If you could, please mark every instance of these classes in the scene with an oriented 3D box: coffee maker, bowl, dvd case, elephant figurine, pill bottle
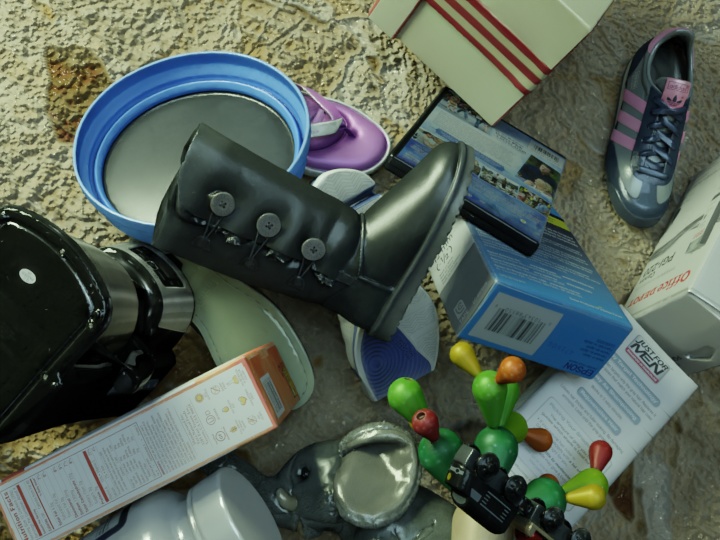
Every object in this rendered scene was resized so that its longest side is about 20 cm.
[{"bbox_3d":[-0.232,0.051,0.642,0.190,0.200,0.136,-24,83,5],"label":"coffee maker"},{"bbox_3d":[-0.139,-0.104,0.747,0.198,0.040,0.203,-2,53,3],"label":"bowl"},{"bbox_3d":[0.110,-0.096,0.794,0.142,0.018,0.200,31,33,2],"label":"dvd case"},{"bbox_3d":[0.001,0.185,0.699,0.154,0.142,0.201,-6,58,-53],"label":"elephant figurine"},{"bbox_3d":[-0.157,0.230,0.634,0.199,0.111,0.112,-34,81,6],"label":"pill bottle"}]

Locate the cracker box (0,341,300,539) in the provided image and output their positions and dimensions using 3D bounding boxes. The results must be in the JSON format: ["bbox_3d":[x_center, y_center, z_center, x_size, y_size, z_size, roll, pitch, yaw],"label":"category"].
[{"bbox_3d":[-0.149,0.125,0.657,0.198,0.134,0.058,-26,89,3],"label":"cracker box"}]

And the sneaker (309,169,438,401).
[{"bbox_3d":[0.000,-0.001,0.772,0.080,0.115,0.202,-23,108,-9],"label":"sneaker"}]

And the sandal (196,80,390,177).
[{"bbox_3d":[-0.067,-0.145,0.824,0.200,0.050,0.083,22,72,-2],"label":"sandal"}]

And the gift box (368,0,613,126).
[{"bbox_3d":[0.131,-0.283,0.825,0.186,0.184,0.201,40,52,-6],"label":"gift box"}]

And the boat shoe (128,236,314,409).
[{"bbox_3d":[-0.111,0.035,0.756,0.201,0.061,0.072,44,96,6],"label":"boat shoe"}]

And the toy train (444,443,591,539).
[{"bbox_3d":[0.131,0.190,0.611,0.200,0.034,0.046,41,77,-19],"label":"toy train"}]

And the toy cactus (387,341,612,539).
[{"bbox_3d":[0.105,0.153,0.654,0.199,0.102,0.167,32,58,-24],"label":"toy cactus"}]

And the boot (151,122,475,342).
[{"bbox_3d":[-0.035,-0.056,0.652,0.198,0.066,0.166,25,99,-9],"label":"boot"}]

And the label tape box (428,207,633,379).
[{"bbox_3d":[0.129,-0.009,0.775,0.142,0.067,0.201,18,29,-25],"label":"label tape box"}]

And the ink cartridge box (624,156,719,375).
[{"bbox_3d":[0.331,-0.017,0.802,0.084,0.146,0.201,32,71,0],"label":"ink cartridge box"}]

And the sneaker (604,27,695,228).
[{"bbox_3d":[0.287,-0.144,0.866,0.069,0.082,0.203,11,72,-6],"label":"sneaker"}]

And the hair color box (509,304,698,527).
[{"bbox_3d":[0.189,0.136,0.778,0.200,0.061,0.099,-41,83,-17],"label":"hair color box"}]
